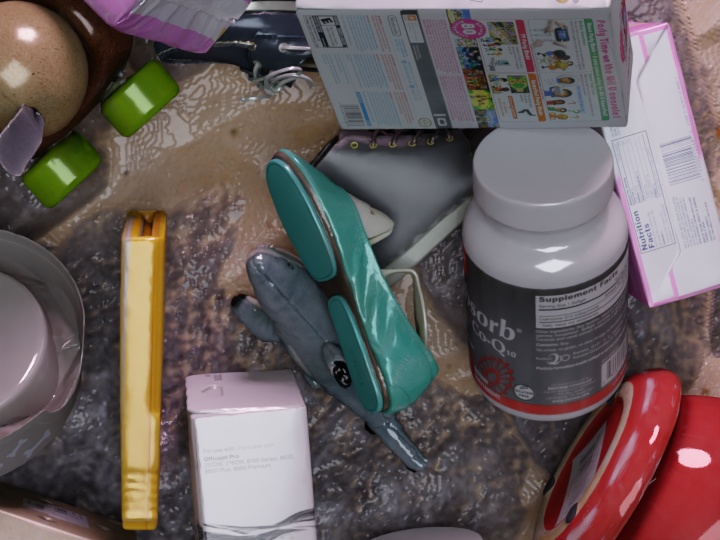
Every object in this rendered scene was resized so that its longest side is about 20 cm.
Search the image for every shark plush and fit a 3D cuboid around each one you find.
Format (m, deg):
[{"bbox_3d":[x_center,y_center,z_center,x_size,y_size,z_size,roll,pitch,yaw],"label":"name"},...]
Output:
[{"bbox_3d":[-0.026,0.068,1.466,0.091,0.083,0.201,-24,99,-2],"label":"shark plush"}]

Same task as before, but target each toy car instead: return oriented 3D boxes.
[{"bbox_3d":[-0.237,-0.123,1.352,0.158,0.200,0.164,-40,98,18],"label":"toy car"}]

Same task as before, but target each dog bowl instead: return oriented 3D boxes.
[{"bbox_3d":[-0.283,0.063,1.401,0.199,0.201,0.059,-10,141,-4],"label":"dog bowl"}]

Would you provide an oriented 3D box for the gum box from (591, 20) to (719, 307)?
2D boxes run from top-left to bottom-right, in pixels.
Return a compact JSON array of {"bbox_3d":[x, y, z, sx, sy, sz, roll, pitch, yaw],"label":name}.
[{"bbox_3d":[0.202,-0.073,1.454,0.066,0.114,0.201,-16,98,-3],"label":"gum box"}]

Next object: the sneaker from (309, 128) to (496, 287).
[{"bbox_3d":[0.048,-0.089,1.458,0.106,0.075,0.200,44,93,-9],"label":"sneaker"}]

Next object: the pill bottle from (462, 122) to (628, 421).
[{"bbox_3d":[0.129,-0.001,1.414,0.115,0.116,0.201,-10,132,-4],"label":"pill bottle"}]

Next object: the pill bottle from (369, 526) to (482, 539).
[{"bbox_3d":[0.053,0.297,1.489,0.114,0.114,0.201,-8,98,-4],"label":"pill bottle"}]

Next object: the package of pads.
[{"bbox_3d":[-0.172,-0.234,1.355,0.200,0.120,0.076,46,104,22],"label":"package of pads"}]

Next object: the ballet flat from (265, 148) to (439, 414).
[{"bbox_3d":[0.000,0.000,1.422,0.070,0.067,0.201,-25,94,-24],"label":"ballet flat"}]

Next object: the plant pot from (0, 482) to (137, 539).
[{"bbox_3d":[-0.248,0.249,1.421,0.199,0.200,0.178,19,89,-8],"label":"plant pot"}]

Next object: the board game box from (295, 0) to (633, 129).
[{"bbox_3d":[0.072,-0.155,1.322,0.199,0.148,0.065,2,64,13],"label":"board game box"}]

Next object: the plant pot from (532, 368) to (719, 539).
[{"bbox_3d":[0.236,0.179,1.450,0.182,0.200,0.201,31,94,-5],"label":"plant pot"}]

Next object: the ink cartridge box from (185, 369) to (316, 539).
[{"bbox_3d":[-0.076,0.181,1.446,0.084,0.145,0.201,-5,98,-6],"label":"ink cartridge box"}]

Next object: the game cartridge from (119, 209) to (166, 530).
[{"bbox_3d":[-0.149,0.065,1.408,0.032,0.176,0.201,-1,98,-5],"label":"game cartridge"}]

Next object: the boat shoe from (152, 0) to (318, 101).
[{"bbox_3d":[-0.049,-0.156,1.443,0.199,0.075,0.062,-4,87,-14],"label":"boat shoe"}]
